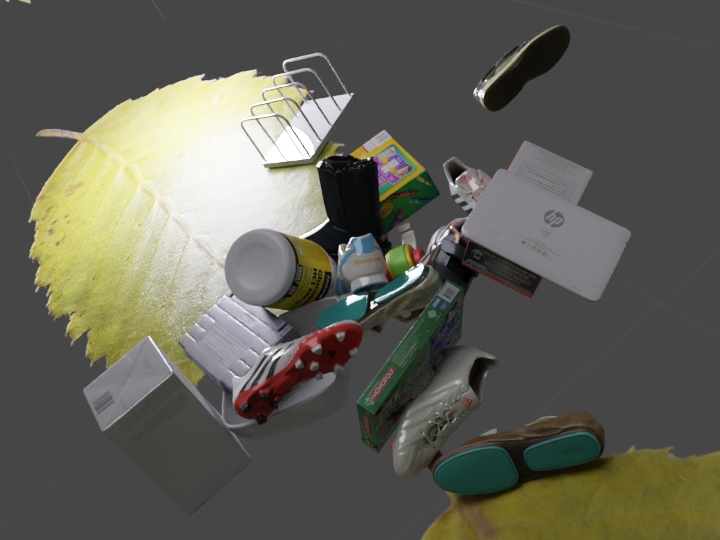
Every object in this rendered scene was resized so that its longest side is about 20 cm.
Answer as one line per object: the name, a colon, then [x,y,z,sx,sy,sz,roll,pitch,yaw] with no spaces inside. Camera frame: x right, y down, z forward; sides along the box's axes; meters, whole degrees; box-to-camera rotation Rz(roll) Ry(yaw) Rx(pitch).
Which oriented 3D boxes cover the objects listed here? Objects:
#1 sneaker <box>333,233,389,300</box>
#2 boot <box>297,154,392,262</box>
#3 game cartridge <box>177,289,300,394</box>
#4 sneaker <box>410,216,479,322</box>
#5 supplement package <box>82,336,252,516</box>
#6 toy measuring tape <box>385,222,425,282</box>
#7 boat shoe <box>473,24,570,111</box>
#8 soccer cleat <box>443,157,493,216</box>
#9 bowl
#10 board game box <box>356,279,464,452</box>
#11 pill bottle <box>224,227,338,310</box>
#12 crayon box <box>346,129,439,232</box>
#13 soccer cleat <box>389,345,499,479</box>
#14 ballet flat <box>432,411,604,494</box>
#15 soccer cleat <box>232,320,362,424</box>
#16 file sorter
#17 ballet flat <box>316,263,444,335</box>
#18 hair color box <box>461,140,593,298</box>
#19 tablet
sneaker: [0.000,0.000,1.372,0.076,0.081,0.200,-10,-7,-12]
boot: [-0.043,-0.100,1.505,0.199,0.169,0.076,1,21,38]
game cartridge: [-0.183,0.105,1.380,0.130,0.038,0.200,-48,35,-10]
sneaker: [0.126,-0.005,1.321,0.079,0.078,0.201,-35,26,43]
supplement package: [-0.265,0.215,1.294,0.120,0.200,0.121,-40,34,-9]
toy measuring tape: [0.066,-0.027,1.421,0.073,0.074,0.201,-24,36,15]
boat shoe: [0.278,-0.363,1.643,0.201,0.072,0.066,-43,40,-3]
soccer cleat: [0.182,-0.108,1.403,0.068,0.085,0.200,-35,34,-1]
bowl: [-0.096,0.150,1.342,0.199,0.075,0.200,-22,36,17]
board game box: [0.066,0.123,1.188,0.029,0.135,0.200,30,66,19]
pill bottle: [-0.109,0.004,1.412,0.112,0.200,0.113,-2,84,23]
crayon box: [0.040,-0.154,1.606,0.118,0.058,0.200,-35,34,0]
soccer cleat: [0.103,0.171,1.155,0.077,0.070,0.200,4,47,39]
ballet flat: [0.179,0.201,1.063,0.199,0.068,0.072,-21,16,19]
soccer cleat: [-0.088,0.120,1.237,0.200,0.069,0.085,-37,38,6]
file sorter: [-0.131,-0.324,1.900,0.138,0.125,0.201,-1,47,40]
ballet flat: [0.029,0.057,1.259,0.199,0.062,0.068,-25,29,31]
hair color box: [0.232,-0.073,1.298,0.110,0.064,0.201,27,59,10]
tablet: [0.247,-0.050,1.241,0.199,0.014,0.130,28,61,11]
